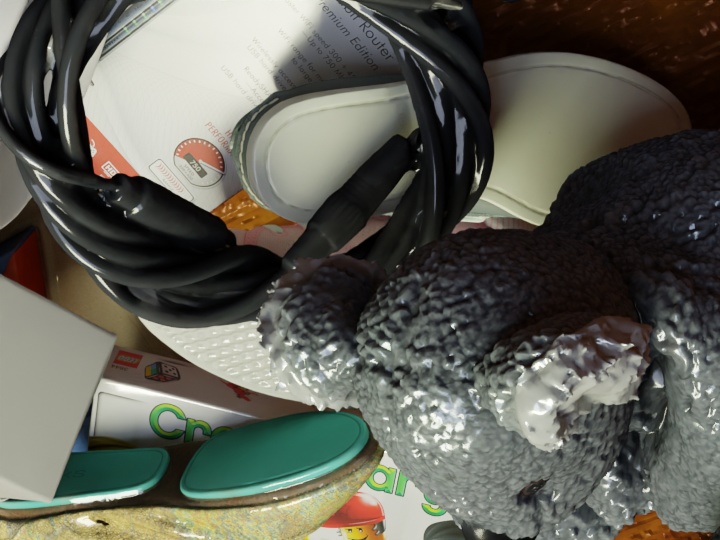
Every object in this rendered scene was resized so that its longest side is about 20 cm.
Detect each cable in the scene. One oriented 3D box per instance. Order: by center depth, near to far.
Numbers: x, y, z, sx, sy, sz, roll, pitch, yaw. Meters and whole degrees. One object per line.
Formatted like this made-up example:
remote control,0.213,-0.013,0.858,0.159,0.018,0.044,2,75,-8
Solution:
cable,-0.044,-0.056,0.813,0.199,0.051,0.164,-7,115,-27

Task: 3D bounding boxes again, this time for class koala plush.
koala plush,0.072,0.033,0.797,0.177,0.199,0.185,14,97,46

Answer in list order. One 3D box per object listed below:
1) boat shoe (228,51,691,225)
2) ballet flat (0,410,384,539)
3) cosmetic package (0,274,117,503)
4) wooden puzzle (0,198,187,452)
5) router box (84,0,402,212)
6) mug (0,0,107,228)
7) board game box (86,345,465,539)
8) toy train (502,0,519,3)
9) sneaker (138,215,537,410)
boat shoe,0.041,-0.055,0.909,0.199,0.062,0.073,-5,101,-21
ballet flat,-0.072,0.107,0.972,0.199,0.071,0.071,-10,119,23
cosmetic package,-0.219,0.023,0.930,0.200,0.085,0.107,30,162,-34
wooden puzzle,-0.176,0.062,1.078,0.185,0.046,0.200,-26,112,28
router box,-0.089,-0.131,0.928,0.179,0.049,0.200,-33,108,31
mug,-0.202,-0.098,0.871,0.175,0.148,0.200,22,141,4
board game box,-0.032,0.116,1.026,0.199,0.035,0.127,13,120,5
toy train,0.078,-0.172,0.836,0.199,0.087,0.114,-26,118,28
sneaker,0.000,0.000,0.947,0.199,0.105,0.075,15,145,-16
